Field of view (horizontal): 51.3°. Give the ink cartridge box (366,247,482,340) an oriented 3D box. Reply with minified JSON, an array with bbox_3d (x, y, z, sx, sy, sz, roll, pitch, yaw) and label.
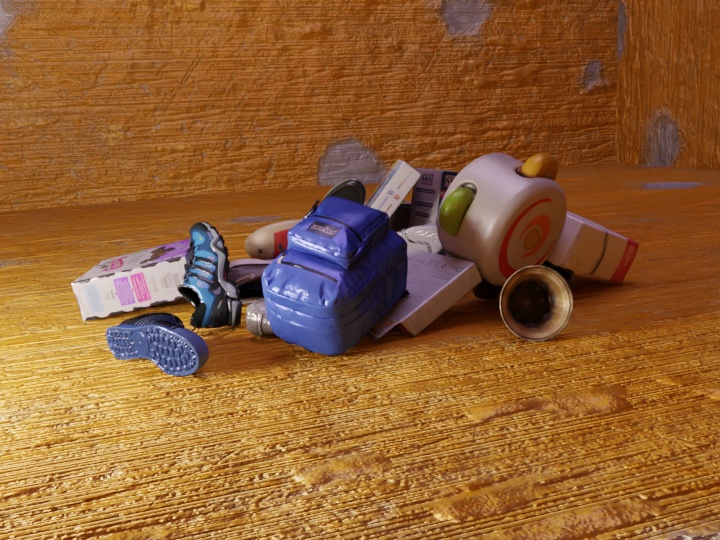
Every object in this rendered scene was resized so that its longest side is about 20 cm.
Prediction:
[{"bbox_3d":[0.056,0.042,1.170,0.200,0.043,0.196,-37,25,-19],"label":"ink cartridge box"}]

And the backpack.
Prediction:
[{"bbox_3d":[-0.047,0.005,1.049,0.162,0.169,0.200,15,43,29],"label":"backpack"}]

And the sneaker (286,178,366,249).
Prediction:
[{"bbox_3d":[-0.059,-0.076,1.363,0.075,0.200,0.106,38,13,-12],"label":"sneaker"}]

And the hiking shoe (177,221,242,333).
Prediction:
[{"bbox_3d":[-0.250,0.003,1.189,0.086,0.075,0.201,-10,55,-23],"label":"hiking shoe"}]

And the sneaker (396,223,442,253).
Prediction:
[{"bbox_3d":[0.074,-0.045,1.405,0.199,0.075,0.115,-25,14,23],"label":"sneaker"}]

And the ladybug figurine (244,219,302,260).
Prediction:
[{"bbox_3d":[-0.139,-0.049,1.556,0.199,0.072,0.136,-8,-26,-22],"label":"ladybug figurine"}]

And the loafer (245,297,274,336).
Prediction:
[{"bbox_3d":[-0.095,0.055,1.161,0.069,0.070,0.200,10,24,29],"label":"loafer"}]

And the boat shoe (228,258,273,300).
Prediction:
[{"bbox_3d":[-0.128,0.014,1.257,0.198,0.072,0.060,-4,45,-6],"label":"boat shoe"}]

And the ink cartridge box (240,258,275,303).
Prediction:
[{"bbox_3d":[-0.188,0.019,1.395,0.198,0.041,0.200,-7,13,-18],"label":"ink cartridge box"}]

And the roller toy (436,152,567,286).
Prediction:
[{"bbox_3d":[0.226,-0.078,1.170,0.200,0.183,0.140,-38,49,-16],"label":"roller toy"}]

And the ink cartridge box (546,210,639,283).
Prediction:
[{"bbox_3d":[0.364,-0.054,1.299,0.199,0.083,0.146,12,17,-44],"label":"ink cartridge box"}]

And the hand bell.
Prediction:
[{"bbox_3d":[0.234,0.047,1.126,0.103,0.105,0.200,-4,-1,-5],"label":"hand bell"}]

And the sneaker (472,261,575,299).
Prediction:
[{"bbox_3d":[0.278,0.010,1.263,0.199,0.071,0.075,-12,16,-35],"label":"sneaker"}]

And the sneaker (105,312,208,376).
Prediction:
[{"bbox_3d":[-0.259,0.090,1.013,0.199,0.071,0.078,6,22,39],"label":"sneaker"}]

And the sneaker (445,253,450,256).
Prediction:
[{"bbox_3d":[0.163,0.009,1.317,0.199,0.074,0.082,-21,24,-28],"label":"sneaker"}]

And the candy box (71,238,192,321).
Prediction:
[{"bbox_3d":[-0.375,0.010,1.313,0.198,0.072,0.168,-14,15,2],"label":"candy box"}]

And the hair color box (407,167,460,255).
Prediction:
[{"bbox_3d":[0.141,-0.092,1.440,0.060,0.202,0.100,3,9,-29],"label":"hair color box"}]

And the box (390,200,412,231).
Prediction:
[{"bbox_3d":[0.162,-0.089,1.619,0.199,0.125,0.148,-8,12,-27],"label":"box"}]

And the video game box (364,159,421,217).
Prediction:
[{"bbox_3d":[0.038,-0.124,1.417,0.047,0.183,0.200,34,8,-6],"label":"video game box"}]
